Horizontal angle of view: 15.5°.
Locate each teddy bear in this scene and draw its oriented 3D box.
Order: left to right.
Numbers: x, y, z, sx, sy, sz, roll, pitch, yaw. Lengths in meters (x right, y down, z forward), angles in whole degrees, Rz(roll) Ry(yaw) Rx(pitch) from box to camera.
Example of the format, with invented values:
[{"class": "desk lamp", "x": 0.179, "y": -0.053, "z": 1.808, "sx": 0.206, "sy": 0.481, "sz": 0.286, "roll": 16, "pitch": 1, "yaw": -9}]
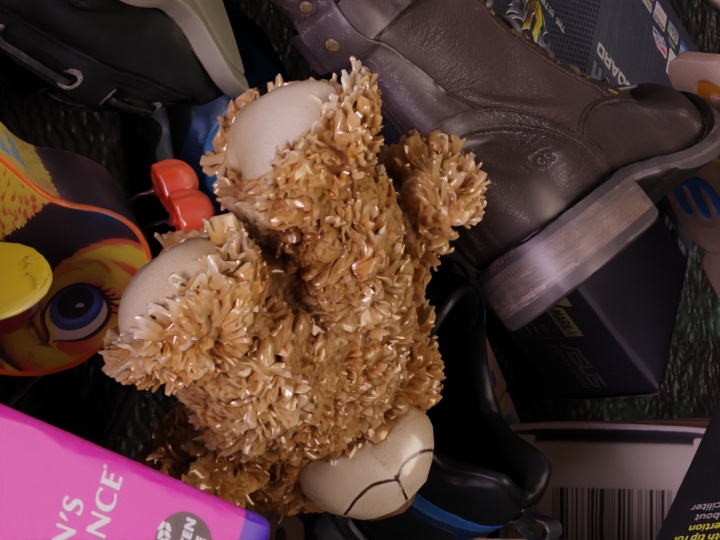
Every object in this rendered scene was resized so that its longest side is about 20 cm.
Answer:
[{"class": "teddy bear", "x": -0.015, "y": 0.022, "z": 0.726, "sx": 0.145, "sy": 0.067, "sz": 0.200, "roll": -54, "pitch": 161, "yaw": -34}]

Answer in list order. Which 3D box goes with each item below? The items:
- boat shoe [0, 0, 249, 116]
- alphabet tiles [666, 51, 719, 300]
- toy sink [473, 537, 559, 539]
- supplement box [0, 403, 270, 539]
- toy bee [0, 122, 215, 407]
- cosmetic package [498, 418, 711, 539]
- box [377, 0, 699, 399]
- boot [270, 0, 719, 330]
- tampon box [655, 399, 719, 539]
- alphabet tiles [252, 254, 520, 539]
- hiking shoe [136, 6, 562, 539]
[{"class": "boat shoe", "x": -0.079, "y": -0.076, "z": 0.744, "sx": 0.199, "sy": 0.066, "sz": 0.075, "roll": 3, "pitch": 64, "yaw": -84}, {"class": "alphabet tiles", "x": 0.192, "y": 0.000, "z": 0.988, "sx": 0.015, "sy": 0.200, "sz": 0.196, "roll": -40, "pitch": 116, "yaw": -21}, {"class": "toy sink", "x": 0.054, "y": 0.157, "z": 0.909, "sx": 0.200, "sy": 0.130, "sz": 0.112, "roll": 34, "pitch": 59, "yaw": -50}, {"class": "supplement box", "x": -0.136, "y": 0.072, "z": 0.606, "sx": 0.200, "sy": 0.103, "sz": 0.101, "roll": 26, "pitch": 70, "yaw": -32}, {"class": "toy bee", "x": -0.102, "y": -0.015, "z": 0.715, "sx": 0.131, "sy": 0.109, "sz": 0.200, "roll": 56, "pitch": -2, "yaw": 32}, {"class": "cosmetic package", "x": 0.146, "y": 0.104, "z": 1.088, "sx": 0.200, "sy": 0.103, "sz": 0.087, "roll": 5, "pitch": 84, "yaw": -60}, {"class": "box", "x": 0.073, "y": -0.066, "z": 1.035, "sx": 0.200, "sy": 0.051, "sz": 0.158, "roll": 50, "pitch": 46, "yaw": -43}, {"class": "boot", "x": 0.036, "y": -0.082, "z": 0.879, "sx": 0.174, "sy": 0.069, "sz": 0.200, "roll": 51, "pitch": 24, "yaw": -2}, {"class": "tampon box", "x": 0.190, "y": 0.111, "z": 0.867, "sx": 0.200, "sy": 0.150, "sz": 0.126, "roll": -57, "pitch": 131, "yaw": -44}, {"class": "alphabet tiles", "x": -0.001, "y": 0.041, "z": 0.957, "sx": 0.167, "sy": 0.008, "sz": 0.200, "roll": -54, "pitch": 131, "yaw": -44}, {"class": "hiking shoe", "x": 0.000, "y": 0.000, "z": 0.865, "sx": 0.074, "sy": 0.087, "sz": 0.200, "roll": -36, "pitch": 104, "yaw": -50}]
